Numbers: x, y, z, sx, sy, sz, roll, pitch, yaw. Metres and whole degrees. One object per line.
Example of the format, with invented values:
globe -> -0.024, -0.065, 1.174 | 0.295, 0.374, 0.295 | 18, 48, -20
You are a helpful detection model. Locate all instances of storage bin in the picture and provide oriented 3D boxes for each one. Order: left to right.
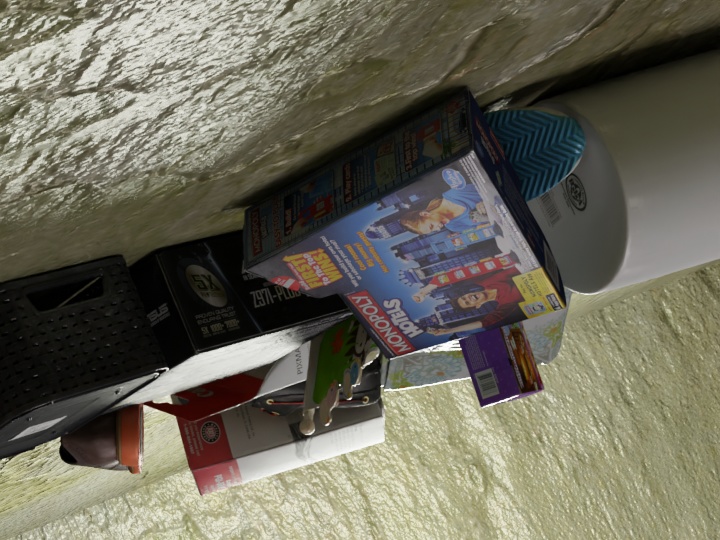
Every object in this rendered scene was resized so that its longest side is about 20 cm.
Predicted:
storage bin -> -0.254, 0.076, 1.349 | 0.135, 0.094, 0.200 | -16, 169, -42

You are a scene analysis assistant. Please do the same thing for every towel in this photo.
towel -> 0.108, 0.046, 1.763 | 0.200, 0.048, 0.171 | -9, 148, -9

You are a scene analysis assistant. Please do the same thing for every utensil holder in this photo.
utensil holder -> 0.243, -0.081, 1.431 | 0.200, 0.170, 0.170 | -16, 170, -27

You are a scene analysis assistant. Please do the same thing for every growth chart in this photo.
growth chart -> -0.001, 0.040, 1.529 | 0.018, 0.145, 0.200 | 20, 133, -19

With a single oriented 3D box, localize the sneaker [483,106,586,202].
sneaker -> 0.088, -0.077, 1.394 | 0.200, 0.077, 0.081 | -21, -176, 32

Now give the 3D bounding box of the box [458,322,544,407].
box -> 0.099, 0.014, 1.528 | 0.039, 0.200, 0.137 | -19, 174, 12

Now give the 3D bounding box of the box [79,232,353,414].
box -> -0.119, 0.036, 1.473 | 0.200, 0.086, 0.164 | -15, 168, -44

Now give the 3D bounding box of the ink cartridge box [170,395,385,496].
ink cartridge box -> -0.088, 0.124, 1.815 | 0.200, 0.147, 0.083 | -15, 154, -5

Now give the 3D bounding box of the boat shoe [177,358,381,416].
boat shoe -> -0.079, 0.112, 1.731 | 0.201, 0.063, 0.074 | -8, -161, -3

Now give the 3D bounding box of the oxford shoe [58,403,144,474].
oxford shoe -> -0.225, 0.141, 1.570 | 0.072, 0.071, 0.200 | -1, 171, -6

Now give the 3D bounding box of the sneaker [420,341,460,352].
sneaker -> 0.057, 0.023, 1.611 | 0.076, 0.081, 0.200 | -8, 162, -1

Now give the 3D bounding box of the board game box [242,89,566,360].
board game box -> 0.025, -0.021, 1.332 | 0.200, 0.062, 0.200 | -16, 139, 17

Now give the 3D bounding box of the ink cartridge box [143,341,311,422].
ink cartridge box -> -0.116, 0.077, 1.677 | 0.200, 0.057, 0.162 | -13, -165, -35
